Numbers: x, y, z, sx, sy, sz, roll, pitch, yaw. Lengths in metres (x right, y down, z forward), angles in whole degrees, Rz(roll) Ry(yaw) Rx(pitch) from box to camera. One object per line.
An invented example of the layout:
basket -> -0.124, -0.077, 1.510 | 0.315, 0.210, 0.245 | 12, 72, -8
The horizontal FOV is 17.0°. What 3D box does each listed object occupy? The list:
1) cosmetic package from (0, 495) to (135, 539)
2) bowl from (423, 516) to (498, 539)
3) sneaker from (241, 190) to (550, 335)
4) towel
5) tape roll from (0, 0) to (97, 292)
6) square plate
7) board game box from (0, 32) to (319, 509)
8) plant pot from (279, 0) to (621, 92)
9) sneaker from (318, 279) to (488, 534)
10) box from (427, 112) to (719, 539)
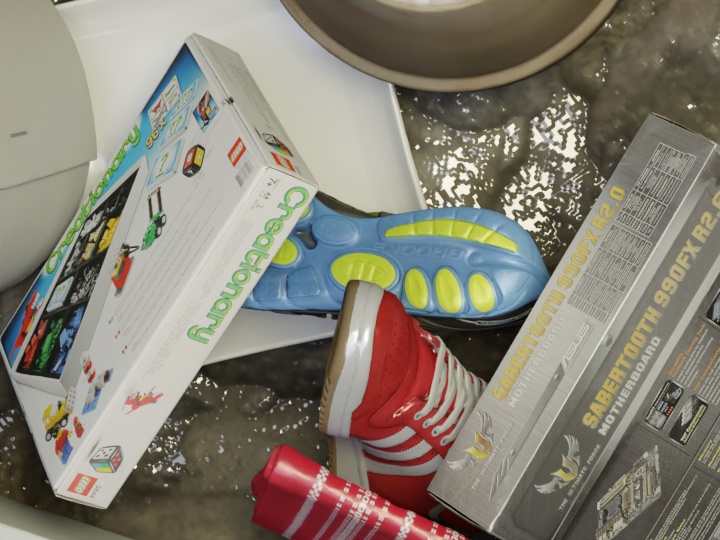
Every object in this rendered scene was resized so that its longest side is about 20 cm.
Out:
cosmetic package -> -0.153, 0.174, 1.247 | 0.199, 0.113, 0.082 | 19, 89, 9
bowl -> 0.088, 0.162, 1.225 | 0.199, 0.039, 0.202 | 3, 102, 15
sneaker -> 0.000, 0.000, 1.168 | 0.199, 0.083, 0.071 | 9, 74, 27
towel -> 0.040, 0.137, 1.133 | 0.199, 0.145, 0.023 | 24, 76, 0
tape roll -> -0.253, -0.068, 1.201 | 0.202, 0.139, 0.204 | 6, 103, 24
square plate -> -0.067, -0.055, 1.228 | 0.199, 0.028, 0.199 | -13, 97, 17
board game box -> -0.103, -0.001, 1.174 | 0.034, 0.126, 0.200 | 21, 114, -34
plant pot -> 0.036, -0.178, 1.086 | 0.199, 0.174, 0.201 | 1, 96, 5
sneaker -> 0.042, 0.068, 1.114 | 0.112, 0.200, 0.072 | 13, 67, 9
box -> 0.140, 0.051, 1.107 | 0.048, 0.158, 0.201 | 30, 90, 49
